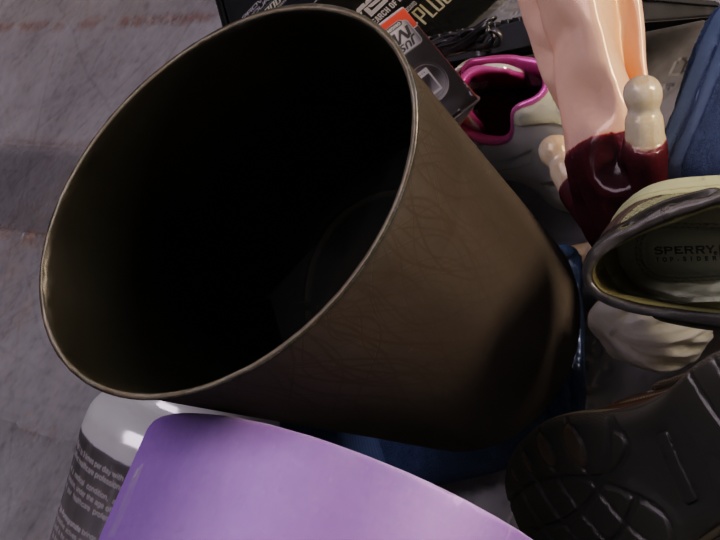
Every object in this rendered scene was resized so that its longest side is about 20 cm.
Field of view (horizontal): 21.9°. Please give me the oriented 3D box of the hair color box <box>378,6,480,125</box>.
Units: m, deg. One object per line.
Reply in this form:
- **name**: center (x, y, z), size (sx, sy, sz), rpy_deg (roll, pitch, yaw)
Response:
- **hair color box**: center (-0.017, -0.049, 0.947), size (0.101, 0.061, 0.200), rpy_deg (-38, -3, -18)

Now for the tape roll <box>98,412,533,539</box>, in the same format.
- **tape roll**: center (-0.012, 0.140, 0.754), size (0.199, 0.200, 0.086), rpy_deg (-2, 57, 49)

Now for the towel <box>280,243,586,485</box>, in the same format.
- **towel**: center (0.019, 0.053, 0.912), size (0.199, 0.048, 0.113), rpy_deg (-19, 64, 39)

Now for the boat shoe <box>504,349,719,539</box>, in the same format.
- **boat shoe**: center (0.137, 0.077, 0.752), size (0.200, 0.073, 0.076), rpy_deg (-30, 78, 55)

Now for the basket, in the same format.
- **basket**: center (0.000, 0.000, 0.768), size (0.180, 0.200, 0.137), rpy_deg (-35, 59, 20)

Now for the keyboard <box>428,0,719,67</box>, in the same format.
- **keyboard**: center (0.074, -0.122, 0.969), size (0.199, 0.126, 0.021), rpy_deg (-6, 94, 48)

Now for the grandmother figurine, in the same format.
- **grandmother figurine**: center (0.110, -0.054, 0.808), size (0.060, 0.121, 0.202), rpy_deg (-13, 82, -3)

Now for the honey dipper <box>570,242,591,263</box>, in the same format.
- **honey dipper**: center (0.055, 0.006, 0.948), size (0.199, 0.038, 0.038), rpy_deg (-11, 52, 40)

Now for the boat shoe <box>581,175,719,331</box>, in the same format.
- **boat shoe**: center (0.176, -0.008, 0.691), size (0.199, 0.072, 0.066), rpy_deg (-6, 16, 33)

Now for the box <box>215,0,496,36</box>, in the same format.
- **box**: center (0.009, -0.200, 1.137), size (0.200, 0.086, 0.164), rpy_deg (-41, 35, 18)

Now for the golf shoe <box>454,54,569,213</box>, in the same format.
- **golf shoe**: center (0.066, -0.082, 0.959), size (0.199, 0.091, 0.076), rpy_deg (10, 69, 55)

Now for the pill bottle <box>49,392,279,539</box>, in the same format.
- **pill bottle**: center (-0.091, 0.121, 0.896), size (0.111, 0.110, 0.202), rpy_deg (28, 103, 56)

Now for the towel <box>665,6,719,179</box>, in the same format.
- **towel**: center (0.217, -0.070, 0.788), size (0.199, 0.048, 0.112), rpy_deg (6, 67, 54)
